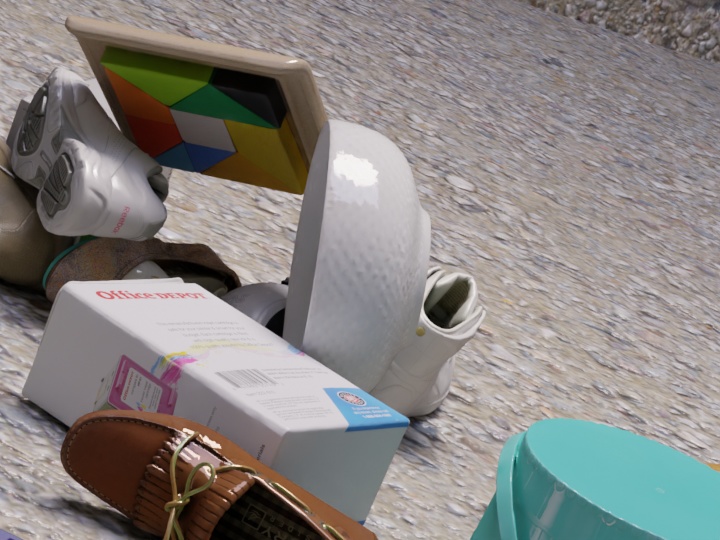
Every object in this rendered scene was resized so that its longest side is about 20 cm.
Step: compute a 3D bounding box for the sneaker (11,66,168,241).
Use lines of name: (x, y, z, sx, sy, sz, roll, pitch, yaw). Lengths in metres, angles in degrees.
sneaker: (-0.189, -0.074, 1.866, 0.099, 0.078, 0.200, 20, 26, -28)

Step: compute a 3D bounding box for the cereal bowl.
cereal bowl: (0.000, 0.000, 1.787, 0.083, 0.201, 0.200, 8, 16, -6)

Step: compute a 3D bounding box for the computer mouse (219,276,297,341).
computer mouse: (-0.052, 0.026, 1.931, 0.109, 0.044, 0.200, 2, 10, 30)

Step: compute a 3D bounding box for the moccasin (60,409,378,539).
moccasin: (-0.083, 0.143, 1.510, 0.201, 0.074, 0.078, 33, 7, 1)

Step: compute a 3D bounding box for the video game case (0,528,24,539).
video game case: (-0.173, 0.187, 1.304, 0.181, 0.022, 0.200, 24, 15, 6)

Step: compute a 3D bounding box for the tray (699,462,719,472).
tray: (0.202, 0.173, 1.743, 0.200, 0.099, 0.037, 8, 42, -45)

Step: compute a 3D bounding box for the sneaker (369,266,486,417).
sneaker: (0.057, 0.048, 1.922, 0.074, 0.116, 0.200, 43, 20, 3)

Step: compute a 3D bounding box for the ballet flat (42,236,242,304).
ballet flat: (-0.148, 0.010, 1.884, 0.067, 0.068, 0.200, 36, 21, 24)

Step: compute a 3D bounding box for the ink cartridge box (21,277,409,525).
ink cartridge box: (-0.094, 0.086, 1.655, 0.200, 0.085, 0.144, 32, 17, 29)

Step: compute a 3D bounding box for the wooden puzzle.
wooden puzzle: (-0.107, -0.109, 1.869, 0.184, 0.037, 0.200, 12, -23, 20)

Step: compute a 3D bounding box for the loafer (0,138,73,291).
loafer: (-0.283, -0.055, 1.893, 0.067, 0.076, 0.200, 16, 15, -47)

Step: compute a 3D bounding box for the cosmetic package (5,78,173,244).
cosmetic package: (-0.213, -0.086, 2.045, 0.085, 0.108, 0.200, 24, 16, 11)

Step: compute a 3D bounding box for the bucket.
bucket: (0.154, 0.188, 1.557, 0.206, 0.135, 0.207, 21, 15, -6)
